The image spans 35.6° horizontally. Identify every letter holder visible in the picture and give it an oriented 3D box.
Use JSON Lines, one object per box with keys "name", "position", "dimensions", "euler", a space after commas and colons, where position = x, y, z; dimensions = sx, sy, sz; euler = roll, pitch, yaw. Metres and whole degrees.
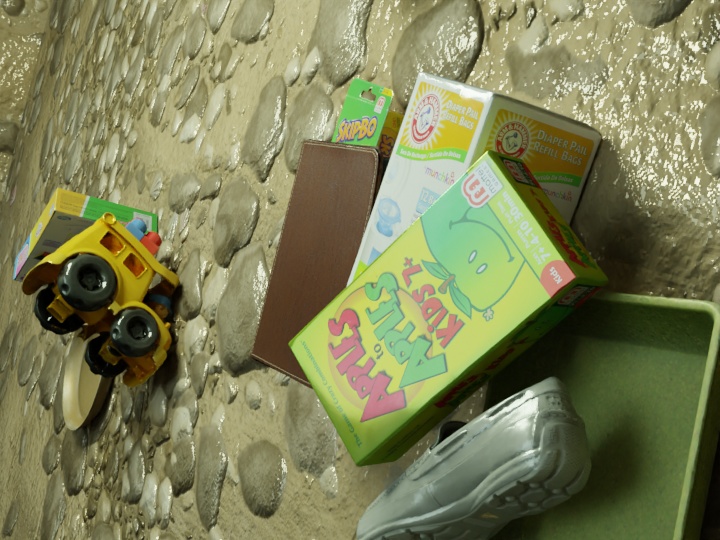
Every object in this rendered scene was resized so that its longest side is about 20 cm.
{"name": "letter holder", "position": [0.000, 0.000, 0.959], "dimensions": [0.142, 0.100, 0.201], "euler": [16, 92, 60]}

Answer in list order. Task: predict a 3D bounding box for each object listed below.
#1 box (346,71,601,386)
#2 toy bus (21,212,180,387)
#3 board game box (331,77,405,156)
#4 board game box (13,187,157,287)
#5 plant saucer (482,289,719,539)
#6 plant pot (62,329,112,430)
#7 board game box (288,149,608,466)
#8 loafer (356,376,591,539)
{"name": "box", "position": [0.077, -0.032, 0.828], "dimensions": [0.112, 0.101, 0.201], "euler": [36, 110, 59]}
{"name": "toy bus", "position": [-0.307, 0.023, 1.467], "dimensions": [0.136, 0.200, 0.192], "euler": [-33, 15, 51]}
{"name": "board game box", "position": [-0.011, -0.082, 1.088], "dimensions": [0.095, 0.030, 0.201], "euler": [34, 111, 59]}
{"name": "board game box", "position": [-0.406, -0.033, 1.650], "dimensions": [0.200, 0.152, 0.041], "euler": [-43, 41, 44]}
{"name": "plant saucer", "position": [0.148, 0.115, 0.693], "dimensions": [0.200, 0.048, 0.201], "euler": [6, 84, 62]}
{"name": "plant pot", "position": [-0.410, 0.145, 1.710], "dimensions": [0.200, 0.027, 0.201], "euler": [-35, 48, 51]}
{"name": "board game box", "position": [0.051, 0.028, 0.730], "dimensions": [0.200, 0.047, 0.102], "euler": [-44, 64, 25]}
{"name": "loafer", "position": [0.067, 0.132, 0.717], "dimensions": [0.200, 0.070, 0.070], "euler": [-36, 42, 40]}
